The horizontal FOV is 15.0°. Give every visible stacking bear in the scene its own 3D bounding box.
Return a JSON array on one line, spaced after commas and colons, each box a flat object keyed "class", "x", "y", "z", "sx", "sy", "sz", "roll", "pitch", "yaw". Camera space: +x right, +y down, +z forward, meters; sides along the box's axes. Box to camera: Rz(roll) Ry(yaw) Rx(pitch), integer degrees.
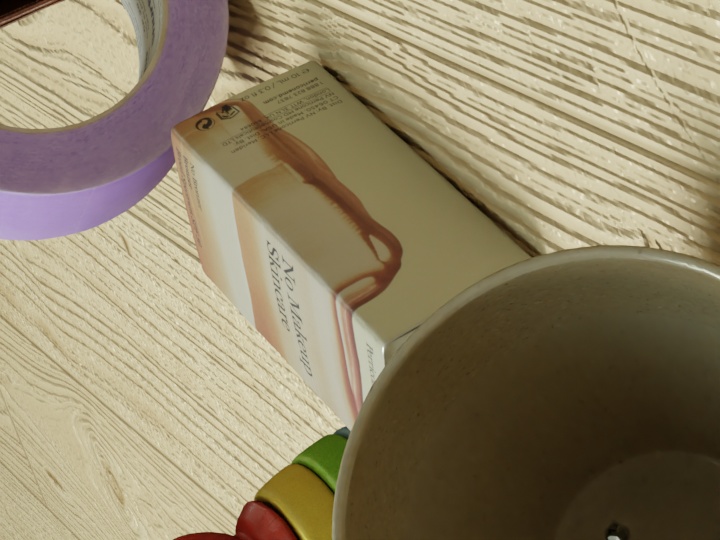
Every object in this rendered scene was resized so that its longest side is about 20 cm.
[{"class": "stacking bear", "x": -0.016, "y": 0.136, "z": 1.335, "sx": 0.114, "sy": 0.200, "sz": 0.122, "roll": 47, "pitch": 156, "yaw": 38}]

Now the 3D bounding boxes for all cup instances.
[{"class": "cup", "x": 0.105, "y": 0.105, "z": 1.034, "sx": 0.200, "sy": 0.200, "sz": 0.143, "roll": 55, "pitch": -174, "yaw": 22}]

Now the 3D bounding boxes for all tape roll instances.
[{"class": "tape roll", "x": -0.172, "y": -0.122, "z": 1.394, "sx": 0.200, "sy": 0.200, "sz": 0.085, "roll": 60, "pitch": 161, "yaw": 7}]

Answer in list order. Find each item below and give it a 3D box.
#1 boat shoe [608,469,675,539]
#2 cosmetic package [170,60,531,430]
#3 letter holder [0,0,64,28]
[{"class": "boat shoe", "x": 0.093, "y": 0.101, "z": 1.207, "sx": 0.200, "sy": 0.071, "sz": 0.064, "roll": 0, "pitch": 122, "yaw": 61}, {"class": "cosmetic package", "x": 0.000, "y": 0.000, "z": 1.282, "sx": 0.200, "sy": 0.087, "sz": 0.104, "roll": 43, "pitch": 153, "yaw": 45}, {"class": "letter holder", "x": -0.287, "y": -0.210, "z": 1.672, "sx": 0.200, "sy": 0.142, "sz": 0.101, "roll": 36, "pitch": 148, "yaw": 54}]
